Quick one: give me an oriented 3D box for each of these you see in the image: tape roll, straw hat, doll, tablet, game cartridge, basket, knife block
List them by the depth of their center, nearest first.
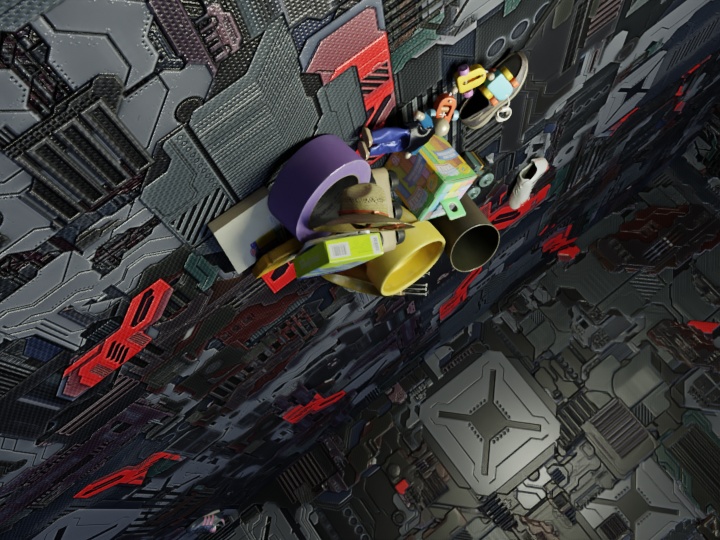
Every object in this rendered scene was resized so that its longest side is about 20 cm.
[{"bbox_3d":[0.006,-0.122,1.273,0.198,0.086,0.201,-1,179,0],"label":"straw hat"},{"bbox_3d":[-0.078,-0.156,1.293,0.200,0.085,0.201,-42,160,-19],"label":"tape roll"},{"bbox_3d":[-0.062,-0.052,1.360,0.129,0.014,0.200,-12,176,-13],"label":"tablet"},{"bbox_3d":[0.097,-0.279,1.364,0.198,0.049,0.137,-15,153,-21],"label":"doll"},{"bbox_3d":[-0.134,-0.052,1.442,0.199,0.033,0.176,-32,-179,-20],"label":"game cartridge"},{"bbox_3d":[0.241,-0.127,1.673,0.135,0.201,0.181,-27,147,-1],"label":"basket"},{"bbox_3d":[0.105,0.048,1.945,0.200,0.176,0.064,-47,157,21],"label":"knife block"}]

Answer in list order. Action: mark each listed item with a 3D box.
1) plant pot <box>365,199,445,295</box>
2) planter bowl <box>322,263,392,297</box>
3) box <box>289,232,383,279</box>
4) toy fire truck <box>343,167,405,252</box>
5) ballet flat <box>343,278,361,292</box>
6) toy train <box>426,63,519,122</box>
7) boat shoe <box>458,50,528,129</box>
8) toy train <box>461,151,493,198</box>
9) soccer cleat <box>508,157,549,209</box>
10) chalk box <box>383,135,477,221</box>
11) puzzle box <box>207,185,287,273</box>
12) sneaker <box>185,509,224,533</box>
[{"bbox_3d":[0.072,-0.074,1.613,0.200,0.189,0.201,-34,159,-15],"label":"plant pot"},{"bbox_3d":[0.000,0.000,1.734,0.200,0.198,0.084,47,58,-70],"label":"planter bowl"},{"bbox_3d":[-0.053,-0.026,1.324,0.121,0.048,0.200,-10,174,-27],"label":"box"},{"bbox_3d":[0.000,-0.132,1.470,0.199,0.178,0.128,2,-166,45],"label":"toy fire truck"},{"bbox_3d":[0.027,-0.020,1.854,0.199,0.072,0.072,-37,160,0],"label":"ballet flat"},{"bbox_3d":[0.236,-0.376,1.422,0.198,0.056,0.151,-7,137,-19],"label":"toy train"},{"bbox_3d":[0.294,-0.398,1.485,0.073,0.075,0.201,-11,144,-53],"label":"boat shoe"},{"bbox_3d":[0.270,-0.234,1.792,0.113,0.086,0.200,7,135,-45],"label":"toy train"},{"bbox_3d":[0.533,-0.284,2.166,0.085,0.069,0.201,-6,139,-42],"label":"soccer cleat"},{"bbox_3d":[0.163,-0.200,1.489,0.124,0.201,0.124,-18,152,-44],"label":"chalk box"},{"bbox_3d":[-0.220,-0.076,1.333,0.133,0.025,0.200,-37,160,-12],"label":"puzzle box"},{"bbox_3d":[-0.696,1.154,3.014,0.199,0.082,0.070,-11,146,-53],"label":"sneaker"}]
